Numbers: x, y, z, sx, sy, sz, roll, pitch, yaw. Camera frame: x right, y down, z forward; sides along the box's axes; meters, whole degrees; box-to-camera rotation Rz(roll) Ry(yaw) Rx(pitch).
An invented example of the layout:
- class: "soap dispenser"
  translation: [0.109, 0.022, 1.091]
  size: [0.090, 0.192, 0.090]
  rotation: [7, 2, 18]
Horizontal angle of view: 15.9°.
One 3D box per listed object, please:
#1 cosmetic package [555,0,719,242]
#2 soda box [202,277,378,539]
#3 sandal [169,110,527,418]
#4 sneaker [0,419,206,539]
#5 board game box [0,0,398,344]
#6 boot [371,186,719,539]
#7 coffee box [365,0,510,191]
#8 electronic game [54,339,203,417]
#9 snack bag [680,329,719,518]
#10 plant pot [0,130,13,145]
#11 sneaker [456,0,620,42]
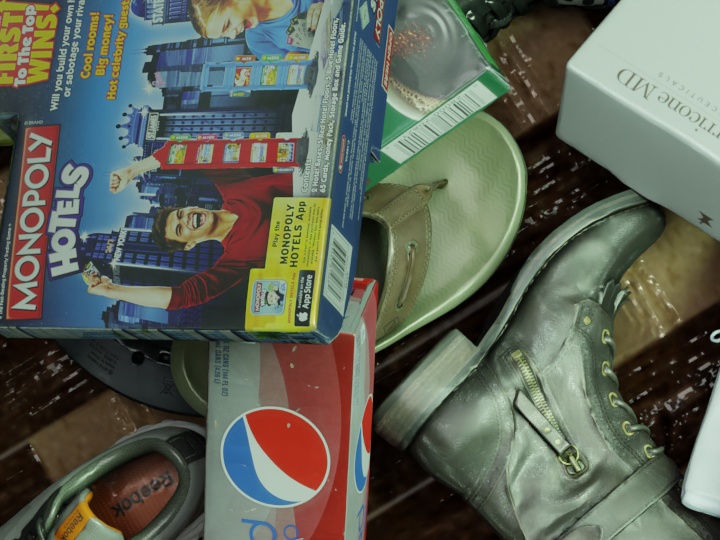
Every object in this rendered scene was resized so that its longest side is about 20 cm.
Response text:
- class: "cosmetic package"
  translation: [0.191, -0.122, 1.217]
  size: [0.101, 0.071, 0.200]
  rotation: [34, 69, 16]
- class: "soda box"
  translation: [-0.033, 0.102, 1.175]
  size: [0.070, 0.063, 0.200]
  rotation: [7, 114, 8]
- class: "sandal"
  translation: [0.000, 0.001, 1.210]
  size: [0.201, 0.057, 0.080]
  rotation: [-40, 82, -11]
- class: "sneaker"
  translation: [-0.150, 0.139, 1.221]
  size: [0.200, 0.079, 0.074]
  rotation: [-41, 79, -2]
- class: "board game box"
  translation: [-0.093, -0.060, 1.129]
  size: [0.200, 0.062, 0.200]
  rotation: [1, 71, 19]
- class: "boot"
  translation: [0.120, 0.076, 1.210]
  size: [0.174, 0.069, 0.200]
  rotation: [45, 76, 7]
- class: "coffee box"
  translation: [-0.045, -0.078, 1.189]
  size: [0.200, 0.044, 0.123]
  rotation: [-34, 74, 11]
- class: "electronic game"
  translation: [-0.070, -0.026, 1.265]
  size: [0.200, 0.042, 0.200]
  rotation: [1, 77, -3]
- class: "snack bag"
  translation: [0.256, 0.053, 1.198]
  size: [0.188, 0.021, 0.200]
  rotation: [22, 70, 1]
- class: "plant pot"
  translation: [-0.190, -0.190, 1.214]
  size: [0.200, 0.190, 0.200]
  rotation: [-6, 64, 13]
- class: "sneaker"
  translation: [0.068, -0.133, 1.246]
  size: [0.112, 0.073, 0.200]
  rotation: [21, 70, 9]
